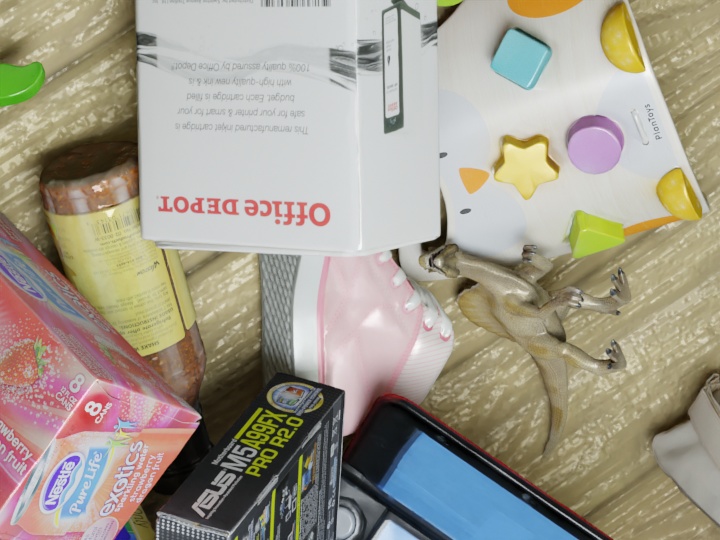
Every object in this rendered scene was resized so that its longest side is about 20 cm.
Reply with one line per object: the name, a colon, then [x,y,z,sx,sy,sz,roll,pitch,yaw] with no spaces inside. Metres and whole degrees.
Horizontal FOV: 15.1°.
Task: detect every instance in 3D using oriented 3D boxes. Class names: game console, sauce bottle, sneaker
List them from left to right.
sauce bottle: [-0.124,0.030,1.508,0.066,0.066,0.201,-18,112,-13]
sneaker: [0.000,0.000,1.547,0.104,0.075,0.201,-7,114,-19]
game console: [0.052,0.189,1.546,0.199,0.119,0.173,34,93,4]

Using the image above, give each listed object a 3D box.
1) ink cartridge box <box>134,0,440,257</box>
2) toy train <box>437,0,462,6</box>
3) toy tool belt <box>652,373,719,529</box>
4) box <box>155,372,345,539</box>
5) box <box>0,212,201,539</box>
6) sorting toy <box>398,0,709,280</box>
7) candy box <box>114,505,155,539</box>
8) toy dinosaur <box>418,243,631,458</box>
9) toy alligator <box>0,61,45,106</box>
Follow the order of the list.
ink cartridge box: [-0.039,-0.113,1.424,0.084,0.145,0.201,-11,103,-55]
toy train: [0.027,-0.167,1.473,0.084,0.116,0.201,31,96,-26]
toy tool belt: [0.279,0.129,1.628,0.123,0.200,0.125,-47,139,0]
box: [-0.061,0.180,1.484,0.044,0.160,0.201,14,121,18]
box: [-0.190,0.048,1.411,0.103,0.200,0.095,-52,145,7]
sorting toy: [0.090,-0.072,1.556,0.179,0.107,0.201,-21,116,9]
candy box: [-0.219,0.149,1.465,0.199,0.169,0.077,4,111,-22]
toy dinosaur: [0.108,0.032,1.593,0.200,0.101,0.058,52,47,-41]
toy alligator: [-0.263,-0.073,1.439,0.199,0.059,0.054,-30,74,-7]
